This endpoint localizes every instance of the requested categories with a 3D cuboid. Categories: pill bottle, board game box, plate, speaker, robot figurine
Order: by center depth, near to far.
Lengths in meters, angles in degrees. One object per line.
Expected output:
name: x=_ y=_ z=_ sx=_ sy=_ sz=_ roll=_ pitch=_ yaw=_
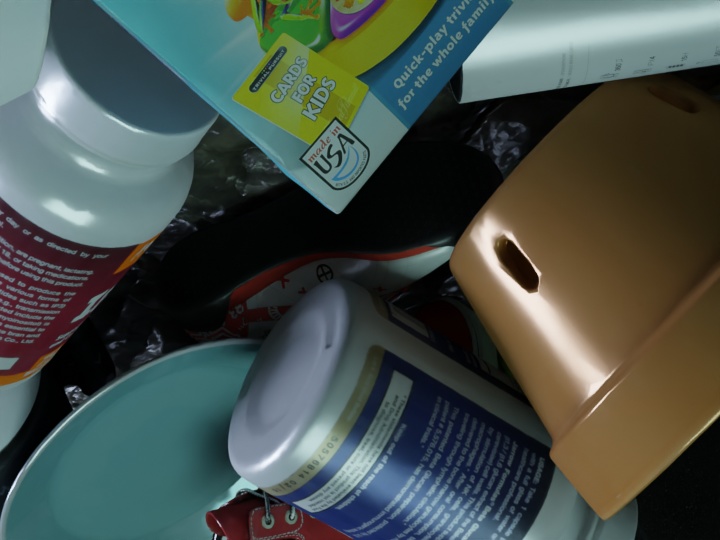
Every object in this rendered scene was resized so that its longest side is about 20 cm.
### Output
board game box: x=-0.029 y=-0.137 z=0.614 sx=0.151 sy=0.047 sz=0.200 roll=-51 pitch=131 yaw=0
speaker: x=0.131 y=-0.126 z=0.742 sx=0.198 sy=0.082 sz=0.081 roll=-9 pitch=147 yaw=-2
pill bottle: x=-0.147 y=-0.037 z=0.766 sx=0.112 sy=0.114 sz=0.200 roll=14 pitch=140 yaw=-32
pill bottle: x=0.041 y=0.098 z=0.859 sx=0.199 sy=0.112 sz=0.111 roll=31 pitch=131 yaw=-21
plate: x=-0.106 y=0.104 z=0.921 sx=0.199 sy=0.026 sz=0.201 roll=-24 pitch=143 yaw=-20
robot figurine: x=-0.220 y=0.085 z=0.922 sx=0.124 sy=0.151 sz=0.201 roll=16 pitch=151 yaw=15

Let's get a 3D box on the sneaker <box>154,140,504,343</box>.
sneaker: x=-0.001 y=-0.001 z=0.907 sx=0.200 sy=0.068 sz=0.108 roll=-19 pitch=147 yaw=19

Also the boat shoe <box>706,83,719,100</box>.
boat shoe: x=0.185 y=-0.018 z=0.927 sx=0.070 sy=0.070 sz=0.201 roll=-5 pitch=147 yaw=-14

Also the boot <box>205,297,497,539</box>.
boot: x=-0.009 y=0.104 z=0.927 sx=0.143 sy=0.072 sz=0.202 roll=14 pitch=99 yaw=-41

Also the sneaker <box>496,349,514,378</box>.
sneaker: x=0.094 y=0.068 z=0.997 sx=0.199 sy=0.084 sz=0.074 roll=-19 pitch=145 yaw=30

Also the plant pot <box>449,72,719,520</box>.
plant pot: x=0.137 y=-0.003 z=0.799 sx=0.200 sy=0.140 sz=0.200 roll=-43 pitch=170 yaw=-10

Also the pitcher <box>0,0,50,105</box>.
pitcher: x=-0.218 y=-0.091 z=0.623 sx=0.198 sy=0.174 sz=0.121 roll=3 pitch=-179 yaw=-17

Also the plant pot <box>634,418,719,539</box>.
plant pot: x=0.230 y=0.164 z=0.983 sx=0.198 sy=0.178 sz=0.201 roll=-17 pitch=146 yaw=-5
